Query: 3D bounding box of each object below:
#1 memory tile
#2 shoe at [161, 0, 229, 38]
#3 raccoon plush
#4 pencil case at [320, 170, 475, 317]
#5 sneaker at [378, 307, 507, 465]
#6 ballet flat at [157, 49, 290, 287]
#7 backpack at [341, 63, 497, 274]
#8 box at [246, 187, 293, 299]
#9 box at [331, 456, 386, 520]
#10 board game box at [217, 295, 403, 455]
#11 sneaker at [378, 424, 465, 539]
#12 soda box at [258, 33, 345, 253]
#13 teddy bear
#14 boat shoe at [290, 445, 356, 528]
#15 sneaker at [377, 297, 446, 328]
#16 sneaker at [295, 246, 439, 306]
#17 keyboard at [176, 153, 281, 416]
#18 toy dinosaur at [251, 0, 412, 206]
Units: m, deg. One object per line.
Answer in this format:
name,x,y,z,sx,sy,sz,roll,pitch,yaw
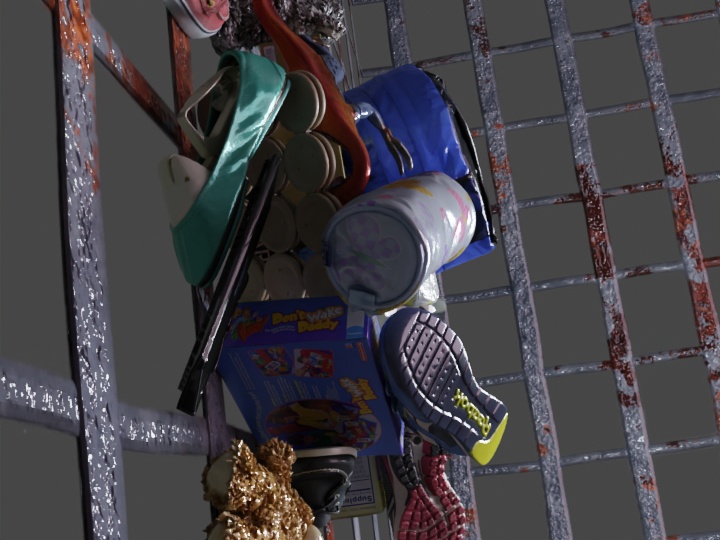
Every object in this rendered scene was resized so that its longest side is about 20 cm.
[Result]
memory tile,-0.073,-0.065,0.864,0.017,0.153,0.200,-17,101,-46
shoe,-0.120,-0.254,0.866,0.200,0.091,0.072,20,62,-84
raccoon plush,-0.090,-0.285,0.990,0.200,0.134,0.097,74,11,-54
pencil case,0.037,-0.027,0.826,0.200,0.083,0.091,-37,126,-68
sneaker,0.056,0.101,0.876,0.074,0.082,0.200,-55,136,-21
ballet flat,-0.115,-0.085,0.765,0.067,0.070,0.200,-22,-135,55
backpack,0.042,-0.106,1.074,0.163,0.168,0.200,-130,-160,-62
box,-0.090,-0.024,1.000,0.160,0.043,0.200,-96,177,-84
box,-0.027,0.167,1.139,0.176,0.096,0.200,37,46,-82
board game box,-0.041,0.099,0.886,0.200,0.134,0.045,75,15,-52
sneaker,0.061,0.225,1.068,0.075,0.080,0.200,-143,-135,-64
soda box,-0.052,-0.123,0.987,0.068,0.064,0.200,80,1,-75
teddy bear,-0.072,0.203,0.780,0.200,0.067,0.145,75,11,-46
boat shoe,-0.045,0.205,0.928,0.199,0.074,0.066,125,-36,-66
sneaker,0.031,0.091,1.035,0.199,0.076,0.114,-23,102,-57
sneaker,0.000,0.000,0.973,0.200,0.105,0.076,28,50,-60
keyboard,-0.100,0.015,0.754,0.127,0.021,0.200,111,-3,-54
toy dinosaur,-0.045,-0.138,0.876,0.200,0.105,0.182,52,5,-36
